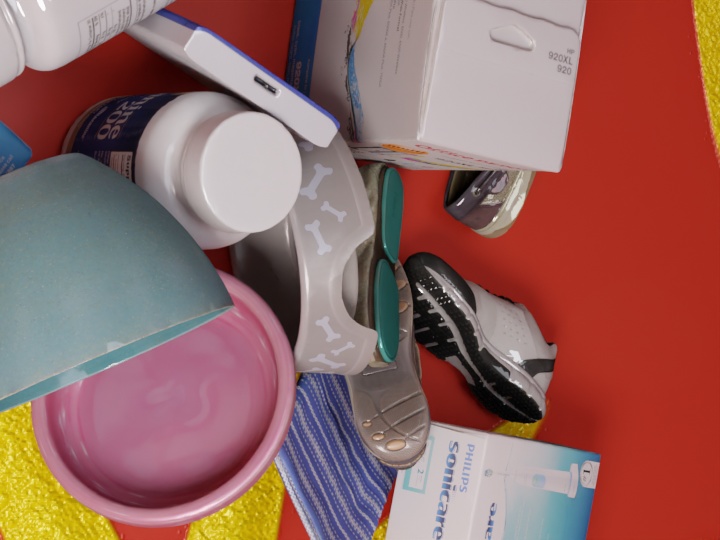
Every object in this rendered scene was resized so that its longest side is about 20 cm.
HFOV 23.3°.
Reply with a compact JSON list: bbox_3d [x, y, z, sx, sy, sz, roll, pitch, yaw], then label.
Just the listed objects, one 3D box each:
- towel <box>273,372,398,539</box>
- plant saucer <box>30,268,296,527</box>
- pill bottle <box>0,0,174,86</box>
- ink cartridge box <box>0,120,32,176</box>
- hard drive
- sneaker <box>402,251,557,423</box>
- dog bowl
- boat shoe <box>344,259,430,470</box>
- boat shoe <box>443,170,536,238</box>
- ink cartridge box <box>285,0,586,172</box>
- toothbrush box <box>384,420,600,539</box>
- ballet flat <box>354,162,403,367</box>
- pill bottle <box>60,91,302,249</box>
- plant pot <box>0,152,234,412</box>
[{"bbox_3d":[-0.015,0.145,1.391,0.146,0.024,0.200,65,22,-19],"label":"towel"},{"bbox_3d":[-0.143,0.094,1.293,0.201,0.200,0.051,-60,161,-16],"label":"plant saucer"},{"bbox_3d":[-0.197,-0.205,1.167,0.200,0.113,0.114,-35,112,-25],"label":"pill bottle"},{"bbox_3d":[-0.347,-0.090,1.176,0.200,0.084,0.145,45,68,-30],"label":"ink cartridge box"},{"bbox_3d":[-0.109,-0.152,1.266,0.132,0.200,0.025,33,90,-32],"label":"hard drive"},{"bbox_3d":[0.101,0.046,1.514,0.200,0.073,0.080,48,53,-32],"label":"sneaker"},{"bbox_3d":[-0.048,-0.015,1.326,0.058,0.200,0.202,-10,99,-21],"label":"dog bowl"},{"bbox_3d":[0.013,0.072,1.422,0.074,0.073,0.201,-7,60,0],"label":"boat shoe"},{"bbox_3d":[0.125,-0.130,1.509,0.065,0.072,0.201,22,87,-38],"label":"boat shoe"},{"bbox_3d":[0.054,-0.159,1.378,0.146,0.199,0.146,9,88,-34],"label":"ink cartridge box"},{"bbox_3d":[0.112,0.211,1.480,0.199,0.085,0.148,15,85,-54],"label":"toothbrush box"},{"bbox_3d":[0.000,0.000,1.393,0.068,0.062,0.201,61,25,-45],"label":"ballet flat"},{"bbox_3d":[-0.129,-0.073,1.257,0.110,0.199,0.112,-3,95,-34],"label":"pill bottle"},{"bbox_3d":[-0.201,0.002,1.154,0.199,0.200,0.136,-22,87,-31],"label":"plant pot"}]
